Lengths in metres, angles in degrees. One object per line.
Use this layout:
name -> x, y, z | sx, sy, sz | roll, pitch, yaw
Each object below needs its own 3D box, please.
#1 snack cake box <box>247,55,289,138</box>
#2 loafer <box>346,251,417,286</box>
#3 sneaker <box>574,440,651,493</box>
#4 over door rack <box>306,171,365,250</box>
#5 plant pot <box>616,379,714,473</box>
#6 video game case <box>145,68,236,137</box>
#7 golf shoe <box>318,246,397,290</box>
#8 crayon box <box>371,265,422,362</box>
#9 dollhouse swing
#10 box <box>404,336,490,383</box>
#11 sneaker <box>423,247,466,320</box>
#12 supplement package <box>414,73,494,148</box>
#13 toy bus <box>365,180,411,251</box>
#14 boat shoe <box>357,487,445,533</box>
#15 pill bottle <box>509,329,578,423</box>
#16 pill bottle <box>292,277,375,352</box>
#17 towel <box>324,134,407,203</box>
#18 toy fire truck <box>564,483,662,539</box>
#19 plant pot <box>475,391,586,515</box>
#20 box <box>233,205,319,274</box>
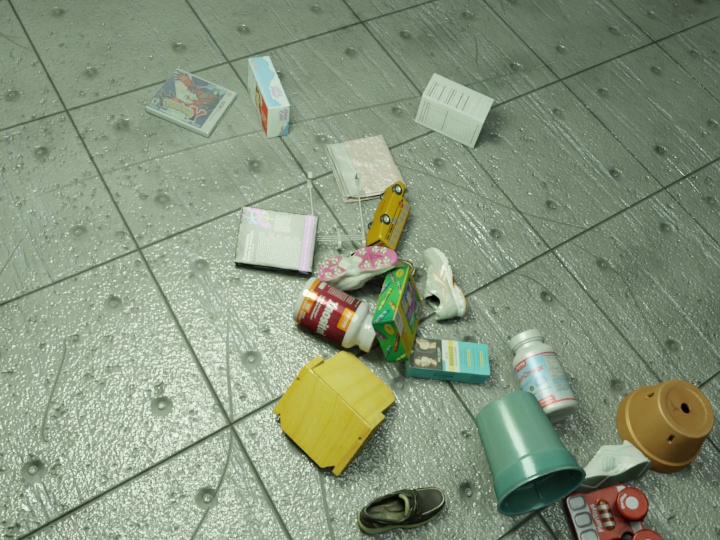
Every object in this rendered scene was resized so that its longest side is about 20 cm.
snack cake box -> -0.261, -0.492, 1.956 | 0.066, 0.116, 0.203 | -13, 61, -19
loafer -> 0.050, -0.007, 1.732 | 0.194, 0.070, 0.077 | 3, 56, -9
sneaker -> 0.547, 0.443, 1.551 | 0.195, 0.072, 0.081 | -13, 37, -15
over door rack -> -0.063, -0.150, 1.794 | 0.144, 0.067, 0.206 | -2, 78, -12
plant pot -> 0.716, 0.345, 1.595 | 0.195, 0.141, 0.204 | 6, 57, -8
video game case -> -0.477, -0.478, 1.961 | 0.196, 0.023, 0.185 | 22, 56, 4
golf shoe -> 0.000, 0.000, 1.675 | 0.195, 0.092, 0.077 | -12, 50, 12
crayon box -> 0.088, 0.099, 1.608 | 0.057, 0.121, 0.202 | -9, 33, 22
dollhouse swing -> -0.049, 0.305, 1.533 | 0.199, 0.175, 0.183 | 39, 100, 15
box -> 0.203, 0.211, 1.634 | 0.195, 0.050, 0.084 | 6, 56, -7
sneaker -> 0.189, 0.032, 1.735 | 0.090, 0.076, 0.203 | -15, 60, -15
supplement package -> 0.277, -0.475, 2.054 | 0.196, 0.115, 0.111 | 26, 57, 5
toy bus -> 0.077, -0.137, 1.812 | 0.078, 0.065, 0.203 | 38, 53, -21
boat shoe -> 0.091, 0.489, 1.421 | 0.195, 0.065, 0.074 | -12, 58, -20
pill bottle -> 0.421, 0.247, 1.619 | 0.106, 0.110, 0.204 | -8, 58, -16
pill bottle -> -0.051, 0.107, 1.612 | 0.196, 0.114, 0.114 | 26, 56, 6
towel -> 0.013, -0.288, 1.930 | 0.187, 0.032, 0.203 | -12, 62, -19
toy fire truck -> 0.535, 0.558, 1.455 | 0.164, 0.113, 0.204 | -17, 60, 9
plant pot -> 0.346, 0.381, 1.477 | 0.195, 0.203, 0.199 | -8, 51, -16
box -> -0.207, -0.075, 1.711 | 0.195, 0.036, 0.147 | 8, 77, -3
